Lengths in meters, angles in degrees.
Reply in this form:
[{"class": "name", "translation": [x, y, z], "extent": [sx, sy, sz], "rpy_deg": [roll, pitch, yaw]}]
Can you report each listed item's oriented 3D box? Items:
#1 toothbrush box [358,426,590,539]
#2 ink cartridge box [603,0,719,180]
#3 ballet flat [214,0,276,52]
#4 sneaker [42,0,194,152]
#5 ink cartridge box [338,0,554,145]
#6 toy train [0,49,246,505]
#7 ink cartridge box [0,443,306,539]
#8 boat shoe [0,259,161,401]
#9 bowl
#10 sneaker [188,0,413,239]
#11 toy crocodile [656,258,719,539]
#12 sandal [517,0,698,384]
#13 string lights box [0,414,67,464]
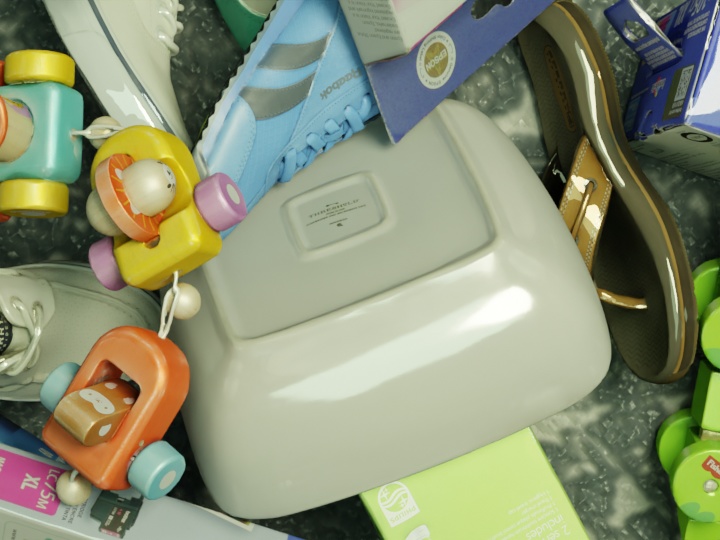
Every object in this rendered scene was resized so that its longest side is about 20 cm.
[{"class": "toothbrush box", "translation": [0.073, 0.159, 0.794], "extent": [0.086, 0.146, 0.201], "rpy_deg": [-27, 92, -3]}, {"class": "ink cartridge box", "translation": [0.210, -0.077, 0.800], "extent": [0.198, 0.136, 0.077], "rpy_deg": [17, 89, -4]}, {"class": "ballet flat", "translation": [-0.053, -0.185, 0.814], "extent": [0.067, 0.070, 0.202], "rpy_deg": [-18, 93, -5]}, {"class": "sneaker", "translation": [-0.114, -0.133, 0.792], "extent": [0.070, 0.073, 0.201], "rpy_deg": [-26, 76, -3]}, {"class": "ink cartridge box", "translation": [0.057, -0.188, 0.729], "extent": [0.196, 0.043, 0.201], "rpy_deg": [-43, 128, -28]}, {"class": "toy train", "translation": [-0.133, -0.005, 0.689], "extent": [0.200, 0.056, 0.151], "rpy_deg": [41, 100, 23]}, {"class": "ink cartridge box", "translation": [-0.088, 0.151, 0.744], "extent": [0.198, 0.042, 0.120], "rpy_deg": [19, 134, -2]}, {"class": "boat shoe", "translation": [-0.178, 0.029, 0.782], "extent": [0.198, 0.070, 0.072], "rpy_deg": [7, 95, -28]}, {"class": "bowl", "translation": [0.000, 0.000, 0.756], "extent": [0.198, 0.200, 0.075], "rpy_deg": [-20, 130, -1]}, {"class": "sneaker", "translation": [-0.019, -0.081, 0.748], "extent": [0.078, 0.066, 0.201], "rpy_deg": [32, 69, -8]}, {"class": "toy crocodile", "translation": [0.188, 0.059, 0.826], "extent": [0.061, 0.068, 0.202], "rpy_deg": [8, 103, 0]}, {"class": "sandal", "translation": [0.109, -0.037, 0.820], "extent": [0.054, 0.082, 0.202], "rpy_deg": [-18, 90, -17]}, {"class": "string lights box", "translation": [-0.153, 0.152, 0.822], "extent": [0.199, 0.059, 0.103], "rpy_deg": [32, 91, -4]}]
